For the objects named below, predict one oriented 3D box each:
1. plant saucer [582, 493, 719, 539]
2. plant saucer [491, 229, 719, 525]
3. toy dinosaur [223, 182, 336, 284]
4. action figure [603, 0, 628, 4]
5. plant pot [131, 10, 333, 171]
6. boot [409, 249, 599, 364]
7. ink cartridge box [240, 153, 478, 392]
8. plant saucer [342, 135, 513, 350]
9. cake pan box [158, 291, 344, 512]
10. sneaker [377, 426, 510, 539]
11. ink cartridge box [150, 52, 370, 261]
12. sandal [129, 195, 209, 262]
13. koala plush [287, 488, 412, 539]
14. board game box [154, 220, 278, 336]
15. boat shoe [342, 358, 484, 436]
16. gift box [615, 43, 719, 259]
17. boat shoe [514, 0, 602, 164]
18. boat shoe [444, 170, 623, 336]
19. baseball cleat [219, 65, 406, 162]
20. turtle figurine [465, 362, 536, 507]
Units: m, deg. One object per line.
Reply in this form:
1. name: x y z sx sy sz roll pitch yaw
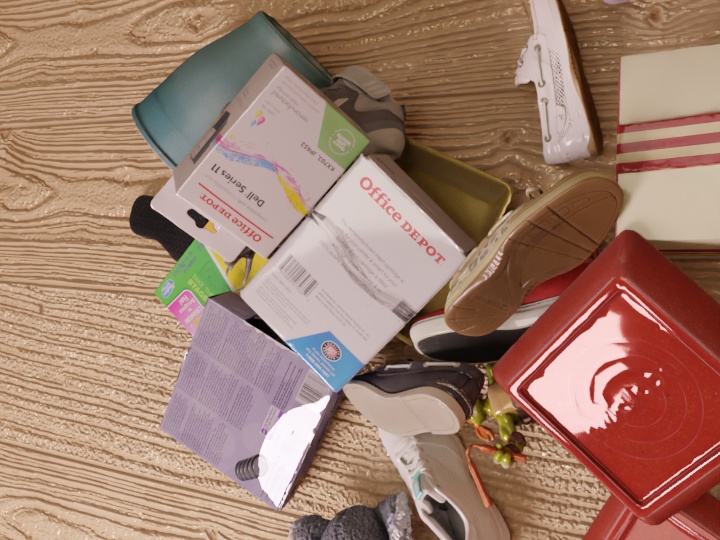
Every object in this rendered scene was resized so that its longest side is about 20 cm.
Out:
1. plant saucer: 0.285 0.303 0.729 0.200 0.037 0.200 34 102 30
2. plant saucer: 0.228 0.102 0.670 0.200 0.037 0.200 43 127 11
3. toy dinosaur: -0.068 -0.070 0.902 0.200 0.102 0.077 -18 48 -10
4. action figure: 0.244 -0.386 0.817 0.200 0.134 0.149 49 152 38
5. plant pot: -0.130 -0.191 0.954 0.188 0.200 0.200 -45 65 11
6. boot: 0.144 0.009 0.813 0.200 0.072 0.144 -15 53 18
7. ink cartridge box: 0.000 0.000 0.833 0.145 0.084 0.200 45 108 6
8. plant saucer: 0.054 -0.037 0.904 0.200 0.048 0.200 30 100 29
9. cake pan box: -0.124 0.147 0.940 0.184 0.052 0.200 28 109 14
10. sneaker: 0.073 0.216 0.841 0.075 0.088 0.200 -50 59 18
11. ink cartridge box: -0.102 -0.095 0.795 0.200 0.117 0.067 -48 28 10
12. sandal: -0.241 -0.057 1.090 0.200 0.048 0.075 27 100 43
13. koala plush: 0.006 0.335 0.835 0.177 0.184 0.200 -20 63 27
14. board game box: -0.135 0.044 0.976 0.200 0.040 0.153 46 113 10
15. boat shoe: 0.053 0.124 0.831 0.073 0.063 0.200 53 152 -15
16. gift box: 0.319 -0.087 0.667 0.186 0.200 0.185 0 90 29
17. boat shoe: 0.189 -0.206 0.826 0.069 0.071 0.200 -16 78 27
18. boat shoe: 0.138 -0.023 0.700 0.200 0.073 0.063 -45 29 35
19. baseball cleat: -0.048 -0.172 0.866 0.070 0.200 0.107 156 122 -67
20. turtle figurine: 0.165 0.129 0.803 0.161 0.064 0.200 -23 44 20
